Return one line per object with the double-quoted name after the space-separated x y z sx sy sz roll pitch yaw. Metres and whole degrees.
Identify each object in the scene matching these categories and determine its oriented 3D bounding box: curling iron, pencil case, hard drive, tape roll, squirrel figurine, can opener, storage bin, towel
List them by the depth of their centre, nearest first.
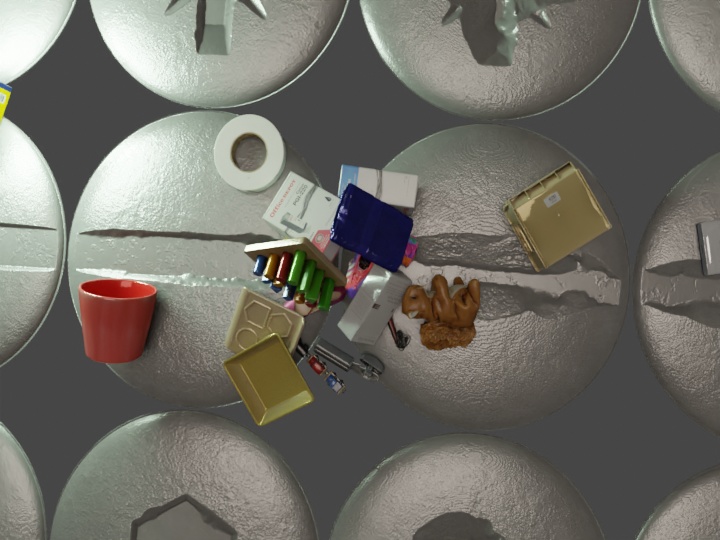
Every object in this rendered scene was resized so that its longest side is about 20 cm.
0.026 -0.099 1.301 0.196 0.049 0.152 26 75 -21 "towel"
0.196 0.113 1.371 0.180 0.141 0.207 -6 100 -10 "squirrel figurine"
0.499 -0.137 1.390 0.197 0.094 0.202 -30 86 3 "storage bin"
0.978 -0.069 1.391 0.193 0.025 0.137 -8 89 4 "hard drive"
0.057 -0.083 1.422 0.195 0.088 0.090 26 90 2 "pencil case"
0.081 0.114 1.440 0.049 0.025 0.205 -30 76 33 "curling iron"
-0.030 0.232 1.445 0.196 0.054 0.068 31 59 4 "can opener"
-0.300 -0.317 1.471 0.196 0.037 0.210 0 89 3 "tape roll"

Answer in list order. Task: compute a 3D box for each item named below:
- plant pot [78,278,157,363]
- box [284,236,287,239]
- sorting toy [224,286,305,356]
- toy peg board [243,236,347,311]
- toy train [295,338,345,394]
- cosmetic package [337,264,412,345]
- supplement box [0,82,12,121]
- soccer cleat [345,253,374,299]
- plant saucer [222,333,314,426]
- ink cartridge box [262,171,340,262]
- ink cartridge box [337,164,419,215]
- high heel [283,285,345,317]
-0.639 0.133 1.415 0.194 0.201 0.183 10 100 4 "plant pot"
-0.146 -0.088 1.452 0.113 0.048 0.207 -7 86 3 "box"
-0.255 0.162 1.441 0.196 0.036 0.189 26 109 8 "sorting toy"
-0.168 0.023 1.332 0.194 0.200 0.100 -5 57 31 "toy peg board"
-0.113 0.254 1.443 0.200 0.046 0.034 44 91 3 "toy train"
0.037 0.086 1.384 0.074 0.100 0.203 40 106 40 "cosmetic package"
-1.071 -0.443 1.486 0.106 0.110 0.206 20 91 4 "supplement box"
0.000 0.000 1.393 0.067 0.074 0.204 25 122 3 "soccer cleat"
-0.235 0.281 1.421 0.197 0.048 0.204 -28 95 21 "plant saucer"
-0.127 -0.135 1.366 0.197 0.085 0.148 29 83 20 "ink cartridge box"
0.047 -0.204 1.392 0.193 0.146 0.089 10 88 4 "ink cartridge box"
-0.129 0.088 1.421 0.194 0.096 0.069 -18 96 2 "high heel"
